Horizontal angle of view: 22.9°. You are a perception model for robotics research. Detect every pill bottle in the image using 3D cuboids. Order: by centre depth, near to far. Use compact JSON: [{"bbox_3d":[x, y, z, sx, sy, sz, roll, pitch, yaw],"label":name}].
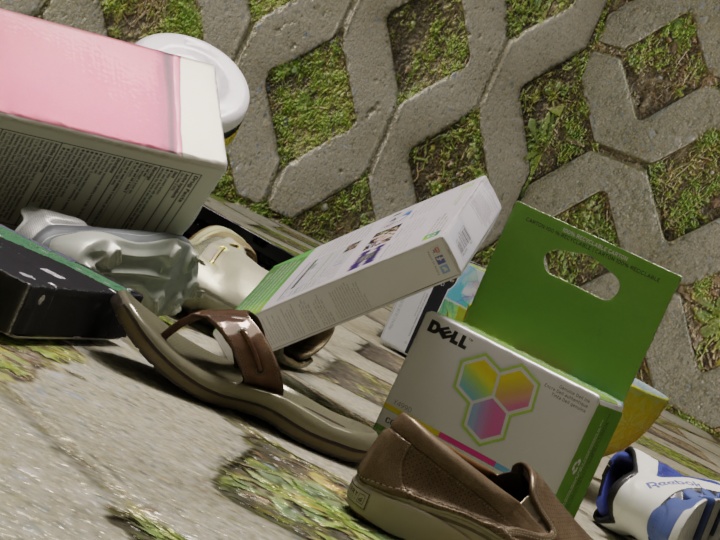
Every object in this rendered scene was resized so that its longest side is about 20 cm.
[{"bbox_3d":[-0.178,-0.095,1.528,0.110,0.201,0.112,16,42,-15],"label":"pill bottle"}]

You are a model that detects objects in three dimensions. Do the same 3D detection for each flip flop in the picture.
[{"bbox_3d":[-0.069,0.059,1.126,0.199,0.058,0.081,28,6,-14],"label":"flip flop"}]

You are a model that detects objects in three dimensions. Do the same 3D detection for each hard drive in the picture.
[{"bbox_3d":[-0.228,-0.001,1.091,0.139,0.038,0.200,26,4,11],"label":"hard drive"}]

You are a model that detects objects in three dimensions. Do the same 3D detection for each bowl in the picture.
[{"bbox_3d":[0.165,0.119,1.600,0.199,0.109,0.200,25,2,-1],"label":"bowl"}]

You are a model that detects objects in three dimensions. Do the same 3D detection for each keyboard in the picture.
[{"bbox_3d":[-0.113,0.007,1.649,0.199,0.040,0.104,30,-39,-6],"label":"keyboard"}]

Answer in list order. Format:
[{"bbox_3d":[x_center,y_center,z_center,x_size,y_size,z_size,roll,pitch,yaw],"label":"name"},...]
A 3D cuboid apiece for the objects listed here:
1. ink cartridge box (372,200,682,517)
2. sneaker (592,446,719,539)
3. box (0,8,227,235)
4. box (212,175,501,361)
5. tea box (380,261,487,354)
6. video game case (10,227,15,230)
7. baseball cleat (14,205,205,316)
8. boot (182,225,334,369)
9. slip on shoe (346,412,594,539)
[{"bbox_3d":[0.118,0.062,1.273,0.147,0.202,0.076,26,3,24],"label":"ink cartridge box"},{"bbox_3d":[0.254,0.187,1.412,0.115,0.081,0.199,30,7,37],"label":"sneaker"},{"bbox_3d":[-0.217,-0.101,1.341,0.198,0.128,0.110,12,49,-28],"label":"box"},{"bbox_3d":[0.000,0.000,1.330,0.037,0.199,0.144,64,24,-12],"label":"box"},{"bbox_3d":[0.170,0.081,2.102,0.196,0.135,0.199,26,3,42],"label":"tea box"},{"bbox_3d":[-0.323,-0.088,1.418,0.199,0.023,0.182,25,23,-12],"label":"video game case"},{"bbox_3d":[-0.192,-0.014,1.317,0.106,0.070,0.200,27,2,20],"label":"baseball cleat"},{"bbox_3d":[-0.090,0.023,1.518,0.154,0.073,0.200,25,8,14],"label":"boot"},{"bbox_3d":[0.089,0.141,1.005,0.199,0.061,0.076,25,3,-15],"label":"slip on shoe"}]
